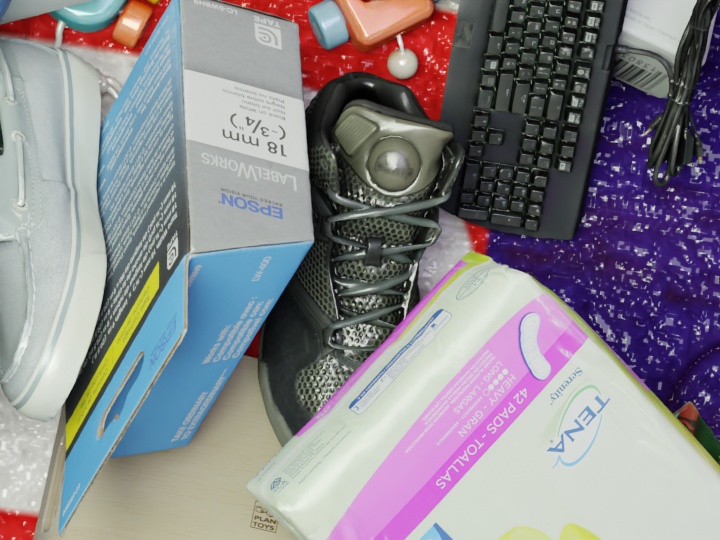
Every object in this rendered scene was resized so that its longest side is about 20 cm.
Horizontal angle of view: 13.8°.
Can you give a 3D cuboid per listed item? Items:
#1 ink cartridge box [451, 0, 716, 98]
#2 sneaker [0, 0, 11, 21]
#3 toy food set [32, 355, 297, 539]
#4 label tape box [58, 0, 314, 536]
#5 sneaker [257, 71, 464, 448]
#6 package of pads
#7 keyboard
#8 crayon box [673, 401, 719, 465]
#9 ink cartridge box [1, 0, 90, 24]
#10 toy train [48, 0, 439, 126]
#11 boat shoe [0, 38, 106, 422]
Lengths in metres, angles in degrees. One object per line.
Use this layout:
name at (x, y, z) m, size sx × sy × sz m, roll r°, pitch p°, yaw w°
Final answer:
ink cartridge box at (0.105, -0.203, 1.415) m, size 0.162 × 0.050 × 0.201 m, roll 23°, pitch 61°, yaw -16°
sneaker at (-0.174, -0.138, 1.239) m, size 0.074 × 0.082 × 0.200 m, roll 44°, pitch 106°, yaw 12°
toy food set at (-0.047, 0.119, 1.361) m, size 0.199 × 0.060 × 0.144 m, roll 13°, pitch 69°, yaw -6°
label tape box at (-0.076, 0.002, 1.276) m, size 0.063 × 0.144 × 0.200 m, roll 15°, pitch 44°, yaw -20°
sneaker at (0.000, 0.000, 1.324) m, size 0.076 × 0.114 × 0.200 m, roll 5°, pitch 66°, yaw -12°
package of pads at (0.073, 0.107, 1.292) m, size 0.155 × 0.068 × 0.200 m, roll -46°, pitch 108°, yaw -8°
keyboard at (0.105, -0.101, 1.359) m, size 0.127 × 0.021 × 0.201 m, roll 6°, pitch 123°, yaw -5°
crayon box at (0.168, 0.175, 1.375) m, size 0.127 × 0.051 × 0.200 m, roll -37°, pitch 87°, yaw -9°
ink cartridge box at (-0.205, -0.209, 1.339) m, size 0.145 × 0.087 × 0.201 m, roll -12°, pitch 86°, yaw 20°
toy train at (-0.062, -0.141, 1.388) m, size 0.199 × 0.056 × 0.151 m, roll -21°, pitch 85°, yaw -9°
boat shoe at (-0.156, -0.022, 1.302) m, size 0.071 × 0.070 × 0.201 m, roll 17°, pitch 46°, yaw -24°
